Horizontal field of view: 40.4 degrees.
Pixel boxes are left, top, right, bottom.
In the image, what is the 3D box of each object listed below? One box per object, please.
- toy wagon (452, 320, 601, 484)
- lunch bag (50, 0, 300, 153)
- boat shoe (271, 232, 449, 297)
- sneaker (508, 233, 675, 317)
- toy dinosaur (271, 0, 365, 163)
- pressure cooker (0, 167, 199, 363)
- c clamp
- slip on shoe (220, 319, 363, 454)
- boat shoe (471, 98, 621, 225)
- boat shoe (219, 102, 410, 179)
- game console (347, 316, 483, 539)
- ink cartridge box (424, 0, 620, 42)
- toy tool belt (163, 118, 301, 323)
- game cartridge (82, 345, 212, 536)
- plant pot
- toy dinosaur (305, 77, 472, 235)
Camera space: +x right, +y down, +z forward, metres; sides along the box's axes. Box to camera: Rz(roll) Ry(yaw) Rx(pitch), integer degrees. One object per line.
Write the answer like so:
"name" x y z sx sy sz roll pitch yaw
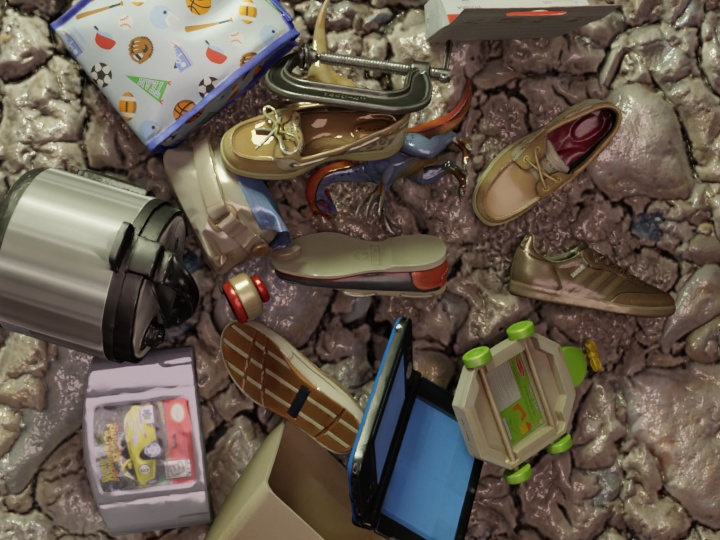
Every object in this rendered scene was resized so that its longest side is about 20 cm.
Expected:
"toy wagon" 0.194 0.138 1.113 0.198 0.039 0.157 -27 103 -29
"lunch bag" -0.185 -0.248 1.025 0.199 0.124 0.170 -40 95 5
"boat shoe" 0.000 0.000 1.090 0.197 0.072 0.063 -2 137 4
"sneaker" 0.271 0.007 1.118 0.197 0.070 0.077 9 92 -7
"toy dinosaur" -0.049 -0.198 1.082 0.100 0.058 0.203 -12 75 -11
"pressure cooker" -0.260 0.001 0.998 0.197 0.176 0.181 16 112 2
"c clamp" 0.002 -0.205 1.022 0.197 0.172 0.027 5 127 -2
"slip on shoe" -0.071 0.126 1.095 0.199 0.061 0.077 34 102 11
"boat shoe" 0.210 -0.126 1.104 0.200 0.066 0.074 -42 97 -2
"boat shoe" -0.047 -0.144 1.002 0.197 0.063 0.074 -12 75 -12
"game console" 0.070 0.182 1.039 0.117 0.172 0.202 11 51 13
"ink cartridge box" 0.161 -0.276 1.021 0.157 0.200 0.048 -3 95 -6
"toy tool belt" -0.118 -0.058 1.039 0.122 0.125 0.202 -26 77 -11
"game cartridge" -0.240 0.191 1.090 0.131 0.041 0.203 -6 94 -2
"plant pot" -0.079 0.311 1.045 0.177 0.200 0.200 -44 97 10
"toy dinosaur" 0.031 -0.115 1.100 0.179 0.105 0.202 5 59 3
